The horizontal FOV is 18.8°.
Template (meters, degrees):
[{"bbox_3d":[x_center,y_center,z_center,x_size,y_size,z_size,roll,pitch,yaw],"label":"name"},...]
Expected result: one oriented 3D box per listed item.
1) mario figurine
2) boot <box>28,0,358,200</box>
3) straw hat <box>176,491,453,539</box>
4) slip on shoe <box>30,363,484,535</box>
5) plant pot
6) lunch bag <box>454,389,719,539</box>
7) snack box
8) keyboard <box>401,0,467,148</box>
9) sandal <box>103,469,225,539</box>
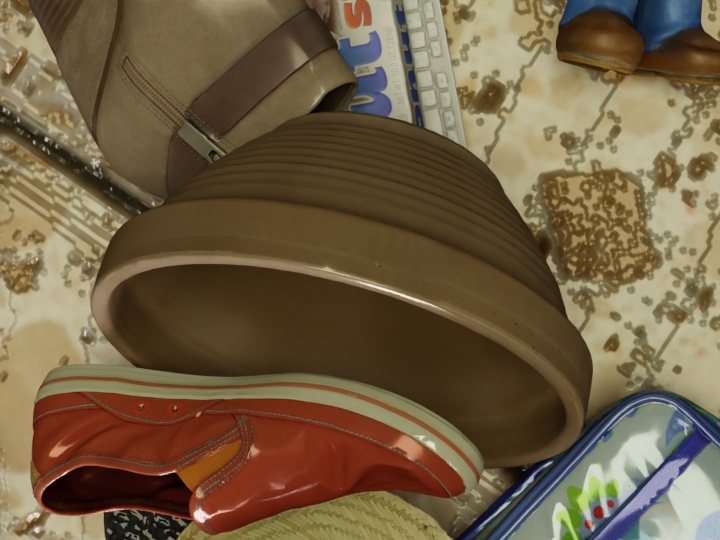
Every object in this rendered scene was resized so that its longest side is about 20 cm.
[{"bbox_3d":[0.137,-0.180,0.903,0.105,0.123,0.202,9,97,21],"label":"mario figurine"},{"bbox_3d":[-0.057,-0.123,0.916,0.146,0.070,0.201,45,123,17],"label":"boot"},{"bbox_3d":[-0.025,0.187,0.875,0.199,0.085,0.203,1,92,19],"label":"straw hat"},{"bbox_3d":[-0.045,0.078,0.878,0.198,0.074,0.062,2,63,21],"label":"slip on shoe"},{"bbox_3d":[0.000,0.000,0.868,0.199,0.201,0.093,14,69,3],"label":"plant pot"},{"bbox_3d":[0.109,0.159,0.936,0.200,0.082,0.161,-44,87,3],"label":"lunch bag"},{"bbox_3d":[-0.011,-0.080,0.953,0.071,0.024,0.202,-9,92,16],"label":"snack box"},{"bbox_3d":[0.014,-0.083,0.966,0.056,0.011,0.202,-11,91,4],"label":"keyboard"},{"bbox_3d":[-0.057,0.152,0.966,0.075,0.045,0.201,-19,102,8],"label":"sandal"}]
